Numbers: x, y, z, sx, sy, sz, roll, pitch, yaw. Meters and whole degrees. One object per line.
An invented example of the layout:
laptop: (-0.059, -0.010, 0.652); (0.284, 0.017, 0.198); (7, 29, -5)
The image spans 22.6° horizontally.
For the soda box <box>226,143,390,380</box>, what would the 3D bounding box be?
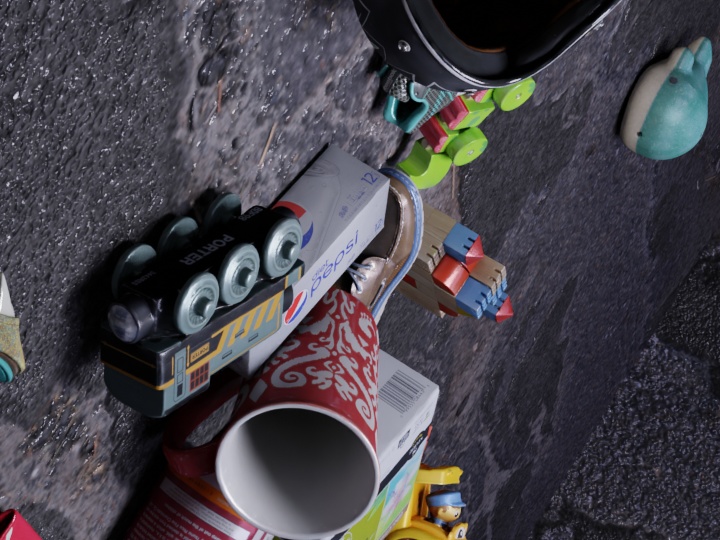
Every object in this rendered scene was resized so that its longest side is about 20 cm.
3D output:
soda box: (-0.057, -0.010, 1.479); (0.200, 0.063, 0.069); (-49, 161, -30)

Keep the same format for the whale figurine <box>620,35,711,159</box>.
whale figurine: (0.427, -0.227, 2.396); (0.200, 0.103, 0.160); (-45, 157, -39)

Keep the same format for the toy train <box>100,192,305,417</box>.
toy train: (-0.113, 0.023, 1.317); (0.200, 0.085, 0.115); (-35, 139, -49)

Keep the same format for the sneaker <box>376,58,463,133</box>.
sneaker: (0.054, -0.183, 1.499); (0.091, 0.077, 0.201); (-48, 158, -20)

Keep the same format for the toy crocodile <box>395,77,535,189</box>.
toy crocodile: (0.096, -0.154, 1.621); (0.061, 0.068, 0.200); (-14, 152, -45)

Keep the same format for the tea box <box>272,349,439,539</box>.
tea box: (-0.041, 0.200, 1.737); (0.200, 0.133, 0.198); (-44, 157, -40)

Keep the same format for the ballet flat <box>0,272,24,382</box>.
ballet flat: (-0.237, 0.018, 1.036); (0.071, 0.070, 0.200); (-58, 162, -4)

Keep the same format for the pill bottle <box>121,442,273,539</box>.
pill bottle: (-0.158, 0.260, 1.548); (0.201, 0.112, 0.113); (-59, 162, -3)

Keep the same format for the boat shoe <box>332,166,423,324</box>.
boat shoe: (0.000, 0.000, 1.637); (0.072, 0.072, 0.201); (-35, 150, -50)

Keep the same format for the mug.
mug: (-0.063, 0.102, 1.503); (0.201, 0.176, 0.134); (-81, -171, -58)

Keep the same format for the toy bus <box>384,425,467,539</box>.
toy bus: (0.049, 0.247, 1.975); (0.194, 0.198, 0.136); (-67, 163, -1)

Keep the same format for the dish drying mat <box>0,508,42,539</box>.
dish drying mat: (-0.264, 0.241, 1.382); (0.077, 0.018, 0.200); (-55, 162, -18)

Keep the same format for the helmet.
helmet: (0.086, -0.227, 1.322); (0.190, 0.202, 0.200); (-29, 171, 19)

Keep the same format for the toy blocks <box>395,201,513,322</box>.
toy blocks: (0.081, -0.003, 1.747); (0.100, 0.136, 0.200); (-55, 161, -13)
